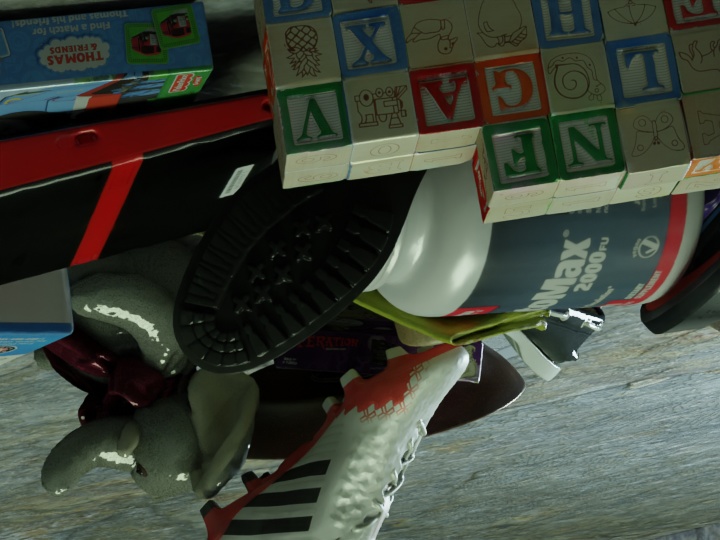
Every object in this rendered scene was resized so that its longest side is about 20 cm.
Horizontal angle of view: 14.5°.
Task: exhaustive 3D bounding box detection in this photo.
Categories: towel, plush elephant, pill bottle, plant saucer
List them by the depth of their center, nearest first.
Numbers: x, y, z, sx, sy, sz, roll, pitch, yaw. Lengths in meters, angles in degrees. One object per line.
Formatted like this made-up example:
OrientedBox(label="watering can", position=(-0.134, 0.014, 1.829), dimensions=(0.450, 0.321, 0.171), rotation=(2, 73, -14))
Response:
OrientedBox(label="pill bottle", position=(0.061, -0.037, 1.418), dimensions=(0.199, 0.120, 0.119), rotation=(-3, 166, -28))
OrientedBox(label="towel", position=(0.000, 0.000, 1.496), dimensions=(0.199, 0.018, 0.086), rotation=(23, -154, 37))
OrientedBox(label="plush elephant", position=(-0.136, 0.068, 1.646), dimensions=(0.199, 0.156, 0.165), rotation=(-5, 167, -19))
OrientedBox(label="plant saucer", position=(0.000, 0.073, 1.715), dimensions=(0.199, 0.032, 0.200), rotation=(-11, -171, 2))

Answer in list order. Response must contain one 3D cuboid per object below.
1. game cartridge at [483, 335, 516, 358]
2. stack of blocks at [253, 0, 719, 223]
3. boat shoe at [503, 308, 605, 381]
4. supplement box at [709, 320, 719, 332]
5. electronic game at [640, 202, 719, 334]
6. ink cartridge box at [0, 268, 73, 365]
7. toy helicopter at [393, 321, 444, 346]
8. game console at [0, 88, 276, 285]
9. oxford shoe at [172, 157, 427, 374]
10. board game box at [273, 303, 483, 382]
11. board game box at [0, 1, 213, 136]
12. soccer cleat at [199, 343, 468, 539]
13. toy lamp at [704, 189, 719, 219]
OrientedBox(label="game cartridge", position=(0.052, 0.038, 1.953), dimensions=(0.199, 0.041, 0.133), rotation=(0, 161, -39))
OrientedBox(label="stack of blocks", position=(0.060, -0.084, 1.215), dimensions=(0.198, 0.116, 0.059), rotation=(-8, 168, -6))
OrientedBox(label="boat shoe", position=(0.095, 0.006, 1.778), dimensions=(0.060, 0.076, 0.200), rotation=(-41, 152, 6))
OrientedBox(label="supplement box", position=(0.289, 0.012, 1.713), dimensions=(0.125, 0.074, 0.200), rotation=(-2, -163, -21))
OrientedBox(label="electronic game", position=(0.219, -0.042, 1.482), dimensions=(0.200, 0.042, 0.200), rotation=(-47, -178, 2))
OrientedBox(label="ink cartridge box", position=(-0.268, 0.020, 1.499), dimensions=(0.145, 0.085, 0.200), rotation=(0, 164, -40))
OrientedBox(label="toy helicopter", position=(0.072, -0.002, 1.584), dimensions=(0.132, 0.079, 0.200), rotation=(0, -161, 34))
OrientedBox(label="game console", position=(-0.129, -0.037, 1.328), dimensions=(0.176, 0.031, 0.200), rotation=(-16, 171, -15))
OrientedBox(label="oxford shoe", position=(-0.013, -0.032, 1.289), dimensions=(0.200, 0.073, 0.084), rotation=(-50, -178, -10))
OrientedBox(label="board game box", position=(0.004, 0.032, 1.689), dimensions=(0.119, 0.033, 0.200), rotation=(8, -172, -6))
OrientedBox(label="board game box", position=(-0.178, -0.072, 1.263), dimensions=(0.199, 0.037, 0.151), rotation=(-6, 168, -15))
OrientedBox(label="soccer cleat", position=(-0.004, 0.118, 1.568), dimensions=(0.200, 0.085, 0.069), rotation=(-41, 161, 20))
OrientedBox(label="toy lamp", position=(0.173, -0.031, 1.694), dimensions=(0.058, 0.059, 0.200), rotation=(-7, 169, -13))
